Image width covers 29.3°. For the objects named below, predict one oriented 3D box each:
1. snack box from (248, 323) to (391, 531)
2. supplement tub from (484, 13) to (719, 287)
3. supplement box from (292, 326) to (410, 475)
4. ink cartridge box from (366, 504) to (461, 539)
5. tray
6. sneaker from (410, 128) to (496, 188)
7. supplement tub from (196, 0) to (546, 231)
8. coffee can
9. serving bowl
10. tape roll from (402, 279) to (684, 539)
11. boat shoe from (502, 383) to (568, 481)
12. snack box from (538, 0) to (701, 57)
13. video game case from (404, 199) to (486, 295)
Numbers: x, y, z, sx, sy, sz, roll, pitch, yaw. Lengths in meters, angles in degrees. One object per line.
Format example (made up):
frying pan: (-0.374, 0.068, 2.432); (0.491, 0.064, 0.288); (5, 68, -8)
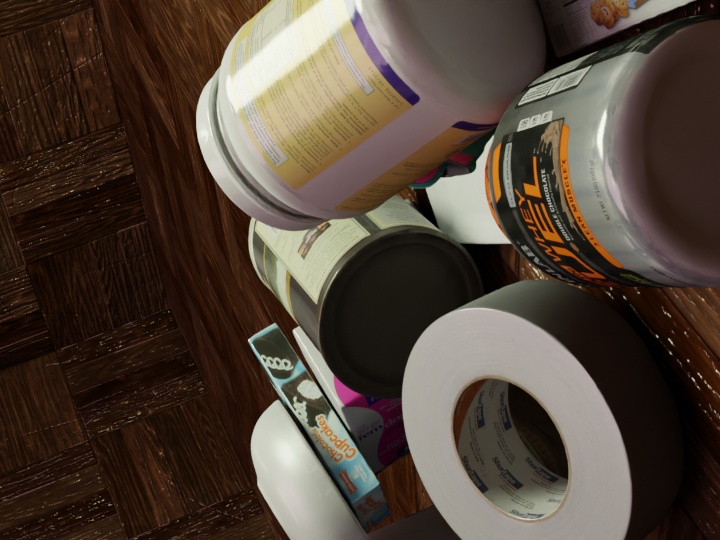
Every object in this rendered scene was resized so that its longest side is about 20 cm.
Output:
snack box: (-0.040, 0.159, 1.389); (0.201, 0.037, 0.116); (55, 173, 24)
supplement tub: (0.139, -0.053, 0.698); (0.200, 0.121, 0.124); (176, 74, -76)
supplement box: (0.014, 0.112, 1.387); (0.104, 0.100, 0.201); (56, 174, 29)
ink cartridge box: (0.098, 0.368, 1.456); (0.125, 0.127, 0.202); (-145, 36, -67)
tray: (0.088, -0.075, 1.083); (0.200, 0.022, 0.109); (-175, 65, -75)
sneaker: (0.039, -0.125, 0.998); (0.200, 0.083, 0.122); (42, 113, 57)
supplement tub: (0.001, -0.120, 0.855); (0.199, 0.144, 0.147); (-31, 78, 44)
coffee can: (0.000, 0.000, 1.187); (0.200, 0.145, 0.148); (-134, 27, -59)
serving bowl: (-0.054, 0.230, 1.374); (0.201, 0.065, 0.200); (57, 173, 10)
tape roll: (0.121, 0.111, 0.949); (0.199, 0.066, 0.203); (21, 122, 39)
boat shoe: (0.141, 0.118, 1.045); (0.065, 0.071, 0.202); (109, 137, -68)
snack box: (0.140, -0.167, 0.739); (0.200, 0.024, 0.073); (179, 72, -76)
video game case: (0.086, 0.059, 1.281); (0.200, 0.023, 0.184); (-125, 20, -48)
